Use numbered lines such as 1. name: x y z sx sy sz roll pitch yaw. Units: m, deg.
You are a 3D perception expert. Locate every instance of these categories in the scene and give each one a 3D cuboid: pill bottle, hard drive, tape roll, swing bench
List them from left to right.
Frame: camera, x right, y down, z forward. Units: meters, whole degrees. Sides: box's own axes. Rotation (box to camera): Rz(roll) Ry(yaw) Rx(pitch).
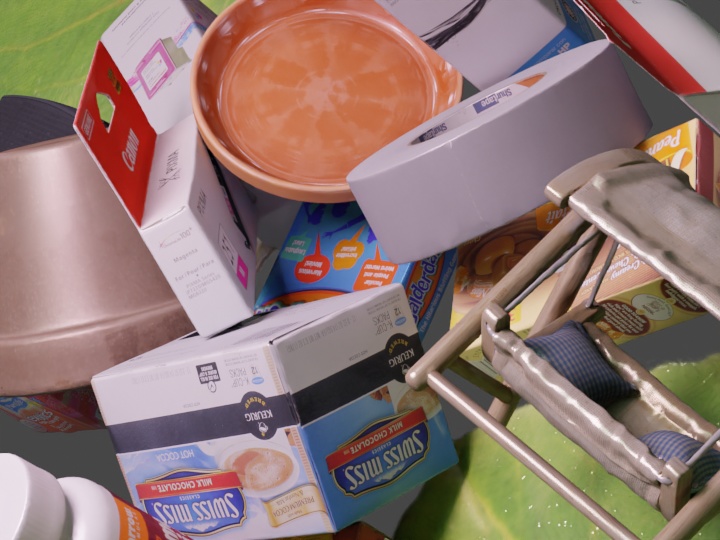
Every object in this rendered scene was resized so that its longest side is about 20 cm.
1. hard drive: -0.269 -0.079 1.825 0.200 0.042 0.135 22 78 54
2. pill bottle: -0.166 0.197 1.399 0.109 0.200 0.110 -27 44 31
3. tape roll: 0.092 -0.079 1.480 0.199 0.066 0.200 -28 9 4
4. swing bench: 0.173 0.053 1.276 0.199 0.130 0.201 38 93 33

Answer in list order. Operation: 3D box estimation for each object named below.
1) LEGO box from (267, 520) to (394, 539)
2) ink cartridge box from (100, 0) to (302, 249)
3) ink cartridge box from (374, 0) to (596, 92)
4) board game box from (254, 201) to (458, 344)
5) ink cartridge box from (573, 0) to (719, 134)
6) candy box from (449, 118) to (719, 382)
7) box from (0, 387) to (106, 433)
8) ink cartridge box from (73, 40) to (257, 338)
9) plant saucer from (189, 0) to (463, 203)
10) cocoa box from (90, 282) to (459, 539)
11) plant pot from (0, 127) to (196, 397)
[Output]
1. LEGO box: -0.060 0.258 1.467 0.199 0.077 0.150 -14 53 41
2. ink cartridge box: -0.110 -0.127 1.766 0.085 0.144 0.200 -44 38 12
3. ink cartridge box: 0.069 -0.220 1.592 0.084 0.200 0.145 -38 40 20
4. board game box: 0.000 0.000 1.629 0.152 0.045 0.201 7 68 49
5. ink cartridge box: 0.196 -0.144 1.392 0.050 0.200 0.161 -46 38 10
6. candy box: 0.152 -0.009 1.457 0.199 0.055 0.116 -22 48 36
7. box: -0.240 0.024 1.832 0.095 0.100 0.201 -8 56 45
8. ink cartridge box: -0.131 -0.069 1.556 0.043 0.174 0.200 -25 21 9
9. plant saucer: -0.025 -0.131 1.621 0.198 0.032 0.202 0 56 0
10. cocoa box: -0.059 0.102 1.498 0.199 0.133 0.132 -13 98 46
11. plant pot: -0.202 -0.013 1.662 0.199 0.199 0.176 -4 101 46
